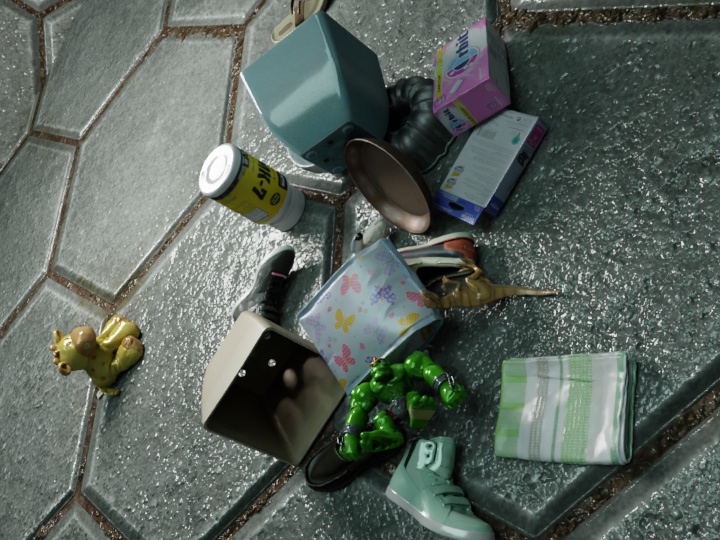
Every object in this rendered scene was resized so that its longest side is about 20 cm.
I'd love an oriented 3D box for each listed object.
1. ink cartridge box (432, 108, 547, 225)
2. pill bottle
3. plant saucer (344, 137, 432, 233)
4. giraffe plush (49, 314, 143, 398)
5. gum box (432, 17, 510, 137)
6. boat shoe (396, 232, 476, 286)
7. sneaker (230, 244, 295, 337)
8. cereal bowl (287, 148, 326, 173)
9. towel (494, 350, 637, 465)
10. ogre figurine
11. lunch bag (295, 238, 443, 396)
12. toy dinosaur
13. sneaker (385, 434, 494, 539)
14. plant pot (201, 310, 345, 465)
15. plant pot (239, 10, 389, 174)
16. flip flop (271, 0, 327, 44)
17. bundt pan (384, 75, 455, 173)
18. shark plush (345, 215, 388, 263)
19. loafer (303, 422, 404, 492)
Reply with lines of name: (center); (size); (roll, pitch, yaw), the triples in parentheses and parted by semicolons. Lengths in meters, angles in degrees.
ink cartridge box: (0.210, -0.170, 1.345); (0.119, 0.042, 0.201); (31, 89, 50)
pill bottle: (-0.213, -0.161, 1.635); (0.114, 0.200, 0.115); (-22, 55, 35)
plant saucer: (0.054, -0.151, 1.391); (0.034, 0.201, 0.200); (-43, 38, -19)
giraffe plush: (-0.624, 0.186, 1.879); (0.172, 0.162, 0.201); (21, 84, 48)
gum box: (0.190, -0.338, 1.406); (0.113, 0.066, 0.201); (-28, 37, 31)
boat shoe: (0.102, -0.004, 1.344); (0.199, 0.071, 0.063); (-19, 59, 32)
sneaker: (-0.173, 0.050, 1.585); (0.200, 0.071, 0.099); (-54, 44, 17)
cereal bowl: (-0.051, -0.280, 1.627); (0.199, 0.083, 0.201); (-21, 55, 35)
towel: (0.271, 0.184, 1.103); (0.199, 0.031, 0.150); (-8, 63, 42)
ogre figurine: (0.051, 0.192, 1.206); (0.200, 0.098, 0.120); (-48, 32, 23)
lunch bag: (0.026, 0.074, 1.304); (0.200, 0.127, 0.170); (-48, 66, 25)
toy dinosaur: (0.189, 0.032, 1.236); (0.199, 0.061, 0.106); (-8, 37, 1)
sneaker: (0.120, 0.301, 1.151); (0.200, 0.074, 0.119); (18, 88, 50)
plant pot: (-0.162, 0.182, 1.420); (0.201, 0.199, 0.177); (-56, 31, 6)
plant pot: (-0.062, -0.292, 1.452); (0.196, 0.195, 0.201); (-32, 62, 23)
flip flop: (-0.147, -0.612, 1.917); (0.200, 0.057, 0.081); (-36, 48, 26)
bundt pan: (0.084, -0.271, 1.497); (0.201, 0.076, 0.203); (-22, 54, 34)
shark plush: (0.000, 0.000, 1.471); (0.083, 0.090, 0.201); (-106, 35, -61)
loafer: (-0.024, 0.289, 1.305); (0.200, 0.071, 0.073); (-37, 47, 25)
